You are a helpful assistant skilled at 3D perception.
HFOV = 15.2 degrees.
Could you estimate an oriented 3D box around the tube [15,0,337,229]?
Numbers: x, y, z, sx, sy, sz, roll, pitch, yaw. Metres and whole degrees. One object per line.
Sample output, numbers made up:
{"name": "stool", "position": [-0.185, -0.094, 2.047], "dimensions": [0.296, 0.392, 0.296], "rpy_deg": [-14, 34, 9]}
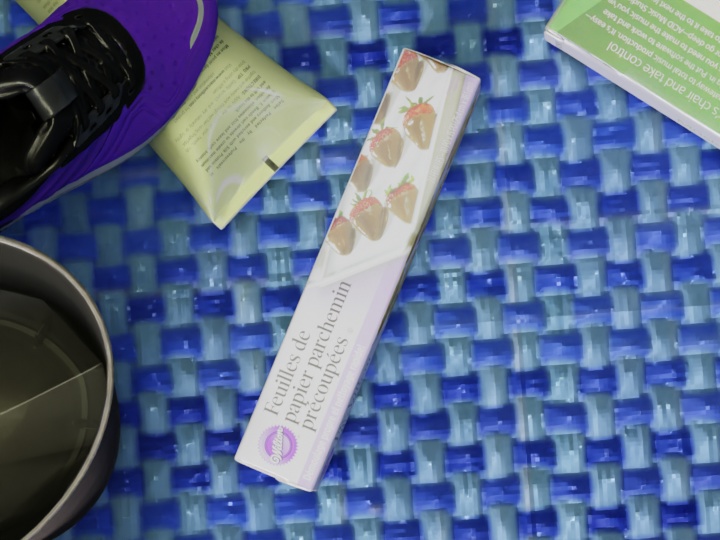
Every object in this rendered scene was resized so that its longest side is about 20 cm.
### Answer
{"name": "tube", "position": [-0.109, -0.113, 1.224], "dimensions": [0.200, 0.052, 0.058], "rpy_deg": [43, 124, 2]}

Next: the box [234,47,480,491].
{"name": "box", "position": [0.000, 0.000, 1.208], "dimensions": [0.039, 0.041, 0.201], "rpy_deg": [22, 86, 6]}

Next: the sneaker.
{"name": "sneaker", "position": [-0.130, -0.068, 1.137], "dimensions": [0.200, 0.100, 0.070], "rpy_deg": [-41, 93, -20]}

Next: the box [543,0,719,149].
{"name": "box", "position": [0.194, -0.151, 1.210], "dimensions": [0.144, 0.036, 0.200], "rpy_deg": [33, 87, 6]}

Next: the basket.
{"name": "basket", "position": [-0.171, 0.064, 1.134], "dimensions": [0.180, 0.200, 0.136], "rpy_deg": [-27, 84, 3]}
